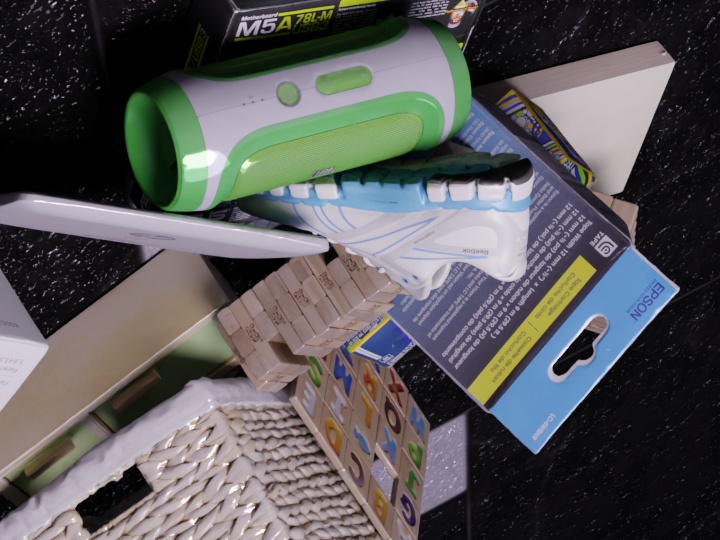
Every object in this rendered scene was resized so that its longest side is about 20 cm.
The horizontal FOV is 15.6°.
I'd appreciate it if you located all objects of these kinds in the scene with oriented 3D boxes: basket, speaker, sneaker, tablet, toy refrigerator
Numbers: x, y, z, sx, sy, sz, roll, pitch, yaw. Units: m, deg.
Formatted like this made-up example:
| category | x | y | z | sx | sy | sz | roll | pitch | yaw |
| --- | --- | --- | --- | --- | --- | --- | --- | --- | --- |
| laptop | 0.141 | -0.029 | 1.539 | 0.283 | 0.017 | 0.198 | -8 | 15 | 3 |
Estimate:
| category | x | y | z | sx | sy | sz | roll | pitch | yaw |
| --- | --- | --- | --- | --- | --- | --- | --- | --- | --- |
| basket | -0.109 | 0.187 | 1.752 | 0.198 | 0.161 | 0.200 | -35 | 169 | 13 |
| speaker | -0.036 | -0.093 | 1.553 | 0.199 | 0.089 | 0.089 | -16 | 144 | -27 |
| sneaker | 0.013 | -0.025 | 1.600 | 0.075 | 0.199 | 0.087 | -36 | 125 | -55 |
| tablet | -0.132 | -0.026 | 1.571 | 0.199 | 0.014 | 0.130 | 8 | 175 | -27 |
| toy refrigerator | -0.166 | 0.074 | 1.746 | 0.200 | 0.070 | 0.076 | -36 | 149 | 1 |

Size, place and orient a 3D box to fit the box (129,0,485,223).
| category | x | y | z | sx | sy | sz | roll | pitch | yaw |
| --- | --- | --- | --- | --- | --- | --- | --- | --- | --- |
| box | -0.031 | -0.115 | 1.651 | 0.199 | 0.048 | 0.194 | -12 | 139 | -33 |

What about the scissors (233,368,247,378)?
| category | x | y | z | sx | sy | sz | roll | pitch | yaw |
| --- | --- | --- | --- | --- | --- | --- | --- | --- | --- |
| scissors | -0.027 | 0.101 | 1.908 | 0.073 | 0.014 | 0.200 | -54 | 142 | -3 |

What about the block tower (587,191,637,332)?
| category | x | y | z | sx | sy | sz | roll | pitch | yaw |
| --- | --- | --- | --- | --- | --- | --- | --- | --- | --- |
| block tower | 0.169 | -0.006 | 1.918 | 0.200 | 0.054 | 0.058 | 75 | 34 | -74 |

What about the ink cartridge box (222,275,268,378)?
| category | x | y | z | sx | sy | sz | roll | pitch | yaw |
| --- | --- | --- | --- | --- | --- | --- | --- | --- | --- |
| ink cartridge box | -0.046 | 0.088 | 1.908 | 0.160 | 0.050 | 0.200 | -2 | 137 | -43 |

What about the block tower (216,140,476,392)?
| category | x | y | z | sx | sy | sz | roll | pitch | yaw |
| --- | --- | --- | --- | --- | --- | --- | --- | --- | --- |
| block tower | 0.000 | 0.000 | 1.667 | 0.200 | 0.058 | 0.054 | -38 | 164 | 15 |

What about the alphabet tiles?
| category | x | y | z | sx | sy | sz | roll | pitch | yaw |
| --- | --- | --- | --- | --- | --- | --- | --- | --- | --- |
| alphabet tiles | -0.006 | 0.086 | 1.811 | 0.008 | 0.168 | 0.200 | -21 | 119 | 20 |

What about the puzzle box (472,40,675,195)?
| category | x | y | z | sx | sy | sz | roll | pitch | yaw |
| --- | --- | --- | --- | --- | --- | --- | --- | --- | --- |
| puzzle box | 0.121 | -0.088 | 1.855 | 0.199 | 0.025 | 0.133 | -16 | 144 | -30 |

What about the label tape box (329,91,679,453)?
| category | x | y | z | sx | sy | sz | roll | pitch | yaw |
| --- | --- | --- | --- | --- | --- | --- | --- | --- | --- |
| label tape box | 0.095 | 0.000 | 1.693 | 0.143 | 0.200 | 0.066 | -50 | 162 | 11 |

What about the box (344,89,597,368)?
| category | x | y | z | sx | sy | sz | roll | pitch | yaw |
| --- | --- | --- | --- | --- | --- | --- | --- | --- | --- |
| box | 0.060 | -0.026 | 1.781 | 0.200 | 0.070 | 0.064 | -43 | 153 | 12 |

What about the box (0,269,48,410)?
| category | x | y | z | sx | sy | sz | roll | pitch | yaw |
| --- | --- | --- | --- | --- | --- | --- | --- | --- | --- |
| box | -0.308 | 0.006 | 1.389 | 0.199 | 0.199 | 0.131 | 11 | 125 | -51 |
